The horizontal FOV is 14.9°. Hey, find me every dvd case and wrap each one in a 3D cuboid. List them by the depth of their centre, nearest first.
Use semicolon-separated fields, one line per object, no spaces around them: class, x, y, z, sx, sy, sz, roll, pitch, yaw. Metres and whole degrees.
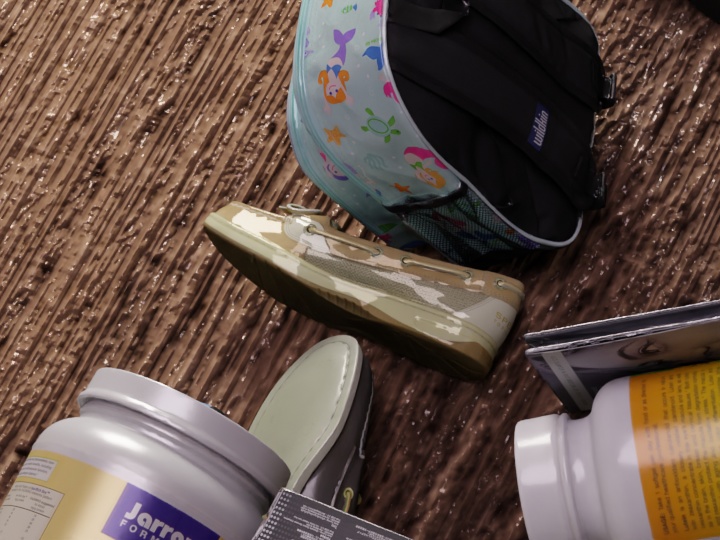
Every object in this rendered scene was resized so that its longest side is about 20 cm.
dvd case;0.200;0.042;1.527;0.199;0.149;0.016;-10;73;11

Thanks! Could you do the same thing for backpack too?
backpack;0.041;-0.112;1.634;0.150;0.200;0.178;-10;58;34

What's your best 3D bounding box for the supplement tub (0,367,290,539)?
supplement tub;-0.136;0.169;1.480;0.145;0.145;0.201;20;73;25

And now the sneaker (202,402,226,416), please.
sneaker;-0.119;0.157;1.599;0.089;0.078;0.201;0;62;11

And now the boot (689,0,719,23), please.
boot;0.246;-0.256;1.731;0.174;0.069;0.200;-41;56;-8

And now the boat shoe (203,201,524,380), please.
boat shoe;0.000;-0.001;1.654;0.200;0.073;0.063;23;73;23

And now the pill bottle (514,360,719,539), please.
pill bottle;0.190;0.107;1.513;0.199;0.111;0.112;-10;59;10

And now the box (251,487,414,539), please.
box;0.051;0.199;1.473;0.199;0.160;0.044;20;69;24

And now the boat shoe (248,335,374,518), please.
boat shoe;-0.035;0.134;1.597;0.072;0.061;0.202;-5;53;46
